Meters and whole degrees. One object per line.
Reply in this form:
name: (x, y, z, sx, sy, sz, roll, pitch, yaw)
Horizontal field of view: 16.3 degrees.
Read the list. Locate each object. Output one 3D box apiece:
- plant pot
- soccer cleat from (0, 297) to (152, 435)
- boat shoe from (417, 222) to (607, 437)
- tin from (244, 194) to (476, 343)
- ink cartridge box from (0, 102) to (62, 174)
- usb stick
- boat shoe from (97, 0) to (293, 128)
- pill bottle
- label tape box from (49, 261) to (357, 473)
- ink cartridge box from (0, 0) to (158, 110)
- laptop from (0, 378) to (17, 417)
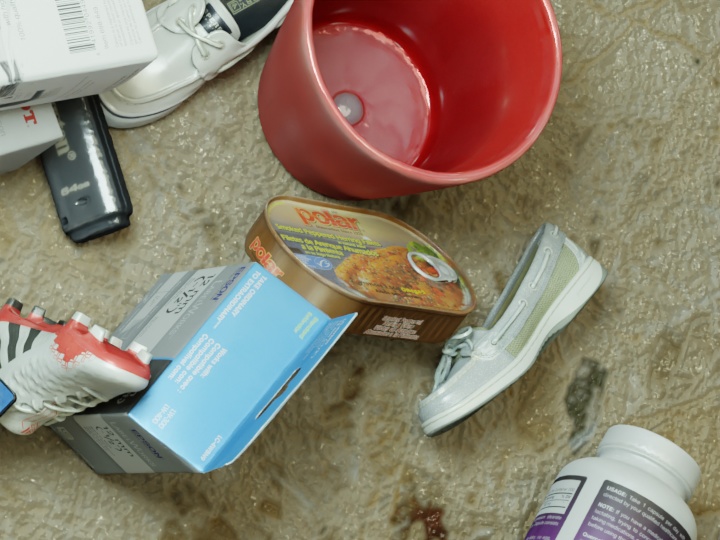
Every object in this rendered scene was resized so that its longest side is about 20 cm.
plant pot: (0.020, -0.138, 1.799, 0.200, 0.177, 0.201, 5, 75, -21)
soccer cleat: (-0.201, 0.071, 1.656, 0.069, 0.200, 0.085, 30, 80, -32)
boat shoe: (0.102, 0.045, 1.849, 0.065, 0.074, 0.202, 45, 62, 0)
tin: (0.000, 0.000, 1.779, 0.200, 0.042, 0.112, 9, 39, -49)
ink cartridge box: (-0.322, -0.121, 1.690, 0.200, 0.086, 0.147, -19, 86, -34)
usb stick: (-0.211, -0.120, 1.775, 0.055, 0.033, 0.200, -19, 85, 10)
boat shoe: (-0.111, -0.173, 1.816, 0.200, 0.066, 0.072, -32, 91, -25)
pill bottle: (0.169, 0.215, 1.810, 0.112, 0.112, 0.200, 35, 67, -11)
label tape box: (-0.110, 0.065, 1.683, 0.066, 0.200, 0.143, 48, 64, -17)
ink cartridge box: (-0.253, -0.179, 1.648, 0.200, 0.085, 0.146, -13, 82, -38)
laptop: (-0.362, 0.072, 1.593, 0.187, 0.116, 0.200, -46, 140, -1)
